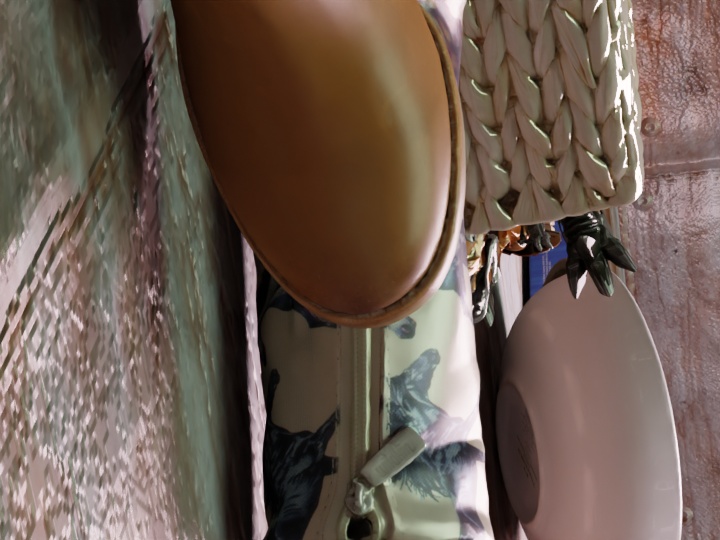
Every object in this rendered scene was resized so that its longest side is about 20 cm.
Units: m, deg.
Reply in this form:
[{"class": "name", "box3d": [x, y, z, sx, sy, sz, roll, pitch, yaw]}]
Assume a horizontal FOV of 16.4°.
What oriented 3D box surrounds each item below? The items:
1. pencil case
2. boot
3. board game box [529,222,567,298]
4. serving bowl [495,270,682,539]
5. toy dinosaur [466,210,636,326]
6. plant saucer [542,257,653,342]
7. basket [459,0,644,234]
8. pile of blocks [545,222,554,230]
[{"class": "pencil case", "box3d": [0.000, 0.000, 0.777, 0.089, 0.077, 0.202, 138, -50, -77]}, {"class": "boot", "box3d": [-0.030, -0.081, 0.619, 0.155, 0.073, 0.201, -9, 83, -82]}, {"class": "board game box", "box3d": [0.153, 0.062, 1.822, 0.200, 0.043, 0.201, 74, 14, -50]}, {"class": "serving bowl", "box3d": [0.122, 0.101, 1.450, 0.200, 0.065, 0.202, 173, -90, -77]}, {"class": "toy dinosaur", "box3d": [0.063, -0.047, 1.187, 0.136, 0.102, 0.201, 57, 46, -36]}, {"class": "plant saucer", "box3d": [0.150, 0.090, 1.529, 0.200, 0.029, 0.202, 172, -90, -78]}, {"class": "basket", "box3d": [0.036, -0.121, 0.927, 0.136, 0.122, 0.201, -87, 167, -45]}, {"class": "pile of blocks", "box3d": [0.088, -0.085, 1.432, 0.201, 0.062, 0.083, 74, 14, -52]}]
